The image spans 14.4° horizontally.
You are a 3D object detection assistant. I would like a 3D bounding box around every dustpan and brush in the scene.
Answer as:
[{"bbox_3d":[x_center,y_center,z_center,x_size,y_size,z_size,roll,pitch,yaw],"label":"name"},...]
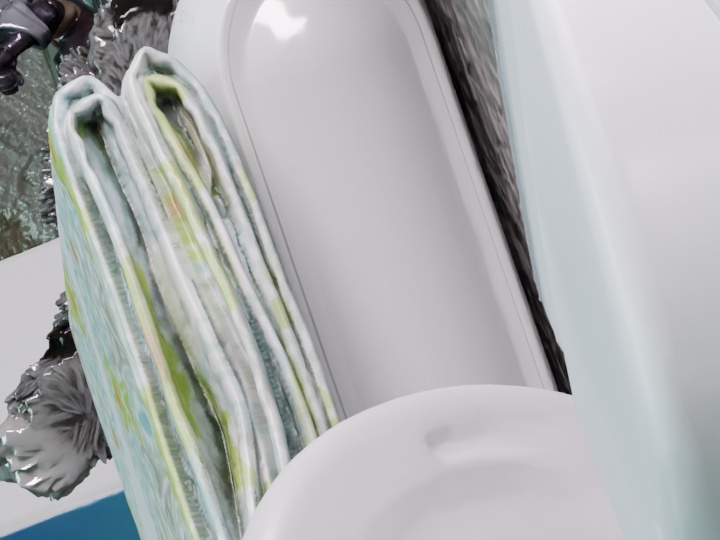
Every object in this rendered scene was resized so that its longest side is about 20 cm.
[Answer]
[{"bbox_3d":[0.073,0.030,0.456,0.140,0.057,0.200,77,178,-48],"label":"dustpan and brush"}]

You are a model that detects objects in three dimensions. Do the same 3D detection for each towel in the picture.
[{"bbox_3d":[-0.037,0.052,0.773,0.200,0.048,0.172,100,152,-68],"label":"towel"}]

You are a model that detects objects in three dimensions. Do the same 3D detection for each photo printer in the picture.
[{"bbox_3d":[0.000,0.000,0.810,0.166,0.069,0.201,162,89,-83],"label":"photo printer"}]

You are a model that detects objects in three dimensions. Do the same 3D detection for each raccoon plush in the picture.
[{"bbox_3d":[-0.081,-0.033,0.963,0.097,0.200,0.134,39,-179,-14],"label":"raccoon plush"}]

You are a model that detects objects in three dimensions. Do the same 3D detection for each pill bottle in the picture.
[{"bbox_3d":[0.019,0.132,0.625,0.200,0.119,0.120,102,152,-46],"label":"pill bottle"}]

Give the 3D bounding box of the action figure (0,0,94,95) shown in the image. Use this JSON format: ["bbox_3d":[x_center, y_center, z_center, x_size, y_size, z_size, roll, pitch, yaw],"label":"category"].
[{"bbox_3d":[-0.113,-0.084,1.318,0.070,0.130,0.200,-65,17,6],"label":"action figure"}]

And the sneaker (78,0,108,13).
[{"bbox_3d":[-0.073,-0.115,1.131,0.200,0.075,0.079,61,160,12],"label":"sneaker"}]

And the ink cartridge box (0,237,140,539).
[{"bbox_3d":[-0.092,0.106,1.158,0.200,0.146,0.147,54,-157,-40],"label":"ink cartridge box"}]
